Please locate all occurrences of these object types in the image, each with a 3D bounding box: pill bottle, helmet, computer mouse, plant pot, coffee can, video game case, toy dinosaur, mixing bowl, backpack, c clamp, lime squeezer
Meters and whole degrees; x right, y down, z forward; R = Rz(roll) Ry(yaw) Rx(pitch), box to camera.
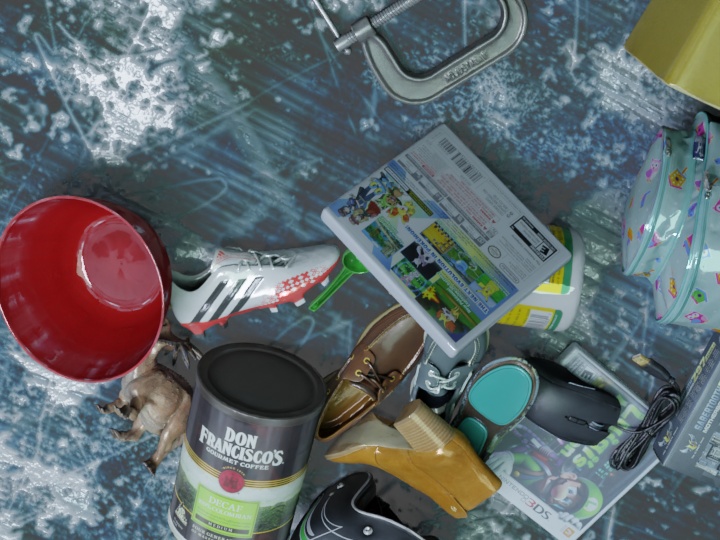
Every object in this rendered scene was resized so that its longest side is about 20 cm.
[{"bbox_3d":[0.133,-0.002,1.584,0.198,0.113,0.114,7,114,-4],"label":"pill bottle"},{"bbox_3d":[0.004,0.347,1.692,0.198,0.191,0.202,0,115,-1],"label":"helmet"},{"bbox_3d":[0.267,0.144,1.662,0.199,0.046,0.141,32,111,-14],"label":"computer mouse"},{"bbox_3d":[0.404,-0.254,1.442,0.194,0.194,0.201,22,107,-11],"label":"plant pot"},{"bbox_3d":[-0.128,0.204,1.645,0.145,0.147,0.202,11,118,-6],"label":"coffee can"},{"bbox_3d":[0.089,-0.035,1.509,0.200,0.182,0.022,47,151,12],"label":"video game case"},{"bbox_3d":[-0.220,0.141,1.664,0.135,0.086,0.201,-40,133,-22],"label":"toy dinosaur"},{"bbox_3d":[-0.275,0.006,1.568,0.198,0.108,0.202,6,108,18],"label":"mixing bowl"},{"bbox_3d":[0.247,0.207,1.728,0.181,0.023,0.200,38,108,-16],"label":"video game case"},{"bbox_3d":[0.347,-0.041,1.500,0.151,0.202,0.176,6,150,-5],"label":"backpack"},{"bbox_3d":[0.066,-0.259,1.515,0.198,0.027,0.172,-25,112,10],"label":"c clamp"},{"bbox_3d":[0.000,0.000,1.575,0.038,0.199,0.071,45,67,-17],"label":"lime squeezer"}]

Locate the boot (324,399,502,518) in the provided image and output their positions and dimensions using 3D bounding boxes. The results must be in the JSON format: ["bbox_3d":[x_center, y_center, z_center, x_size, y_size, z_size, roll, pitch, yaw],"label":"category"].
[{"bbox_3d":[0.057,0.225,1.657,0.144,0.071,0.201,48,142,-12],"label":"boot"}]

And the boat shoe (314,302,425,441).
[{"bbox_3d":[0.013,0.119,1.659,0.072,0.068,0.200,38,108,-16],"label":"boat shoe"}]

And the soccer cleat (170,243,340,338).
[{"bbox_3d":[-0.119,0.004,1.608,0.198,0.069,0.086,-21,115,12],"label":"soccer cleat"}]

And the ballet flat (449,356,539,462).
[{"bbox_3d":[0.147,0.149,1.637,0.074,0.075,0.201,24,133,-11],"label":"ballet flat"}]

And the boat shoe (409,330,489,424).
[{"bbox_3d":[0.095,0.115,1.615,0.072,0.062,0.201,11,144,-6],"label":"boat shoe"}]

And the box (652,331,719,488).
[{"bbox_3d":[0.448,0.156,1.683,0.156,0.051,0.202,21,105,-13],"label":"box"}]
